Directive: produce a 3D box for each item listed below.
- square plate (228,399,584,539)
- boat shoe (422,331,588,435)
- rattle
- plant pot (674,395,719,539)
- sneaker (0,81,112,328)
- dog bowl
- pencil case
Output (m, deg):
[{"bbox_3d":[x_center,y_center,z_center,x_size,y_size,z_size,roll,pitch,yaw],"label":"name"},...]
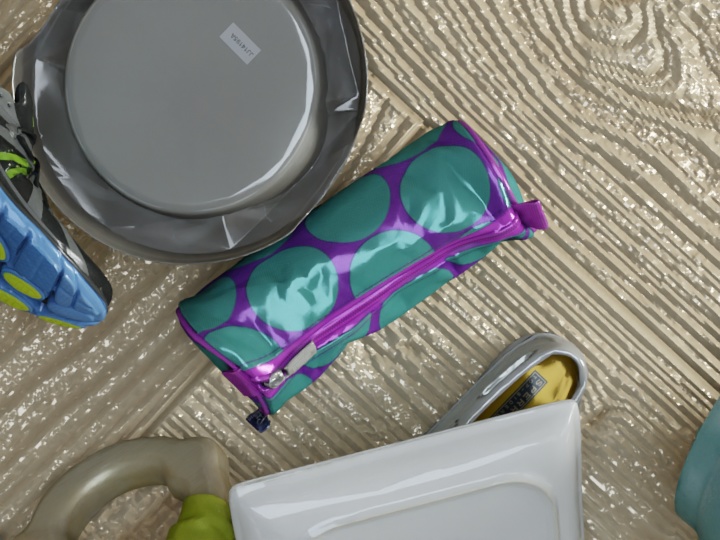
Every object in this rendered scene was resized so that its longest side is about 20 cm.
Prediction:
[{"bbox_3d":[0.037,0.178,1.489,0.198,0.028,0.200,-14,124,-9],"label":"square plate"},{"bbox_3d":[0.061,0.120,1.522,0.071,0.070,0.200,41,88,-5],"label":"boat shoe"},{"bbox_3d":[-0.147,0.180,1.528,0.200,0.143,0.130,-24,61,11],"label":"rattle"},{"bbox_3d":[0.260,0.118,1.493,0.134,0.200,0.200,32,89,22],"label":"plant pot"},{"bbox_3d":[-0.192,-0.055,1.440,0.200,0.071,0.083,54,51,-11],"label":"sneaker"},{"bbox_3d":[-0.090,-0.103,1.493,0.200,0.059,0.200,0,91,7],"label":"dog bowl"},{"bbox_3d":[0.000,0.000,1.502,0.200,0.092,0.085,-35,129,-4],"label":"pencil case"}]
